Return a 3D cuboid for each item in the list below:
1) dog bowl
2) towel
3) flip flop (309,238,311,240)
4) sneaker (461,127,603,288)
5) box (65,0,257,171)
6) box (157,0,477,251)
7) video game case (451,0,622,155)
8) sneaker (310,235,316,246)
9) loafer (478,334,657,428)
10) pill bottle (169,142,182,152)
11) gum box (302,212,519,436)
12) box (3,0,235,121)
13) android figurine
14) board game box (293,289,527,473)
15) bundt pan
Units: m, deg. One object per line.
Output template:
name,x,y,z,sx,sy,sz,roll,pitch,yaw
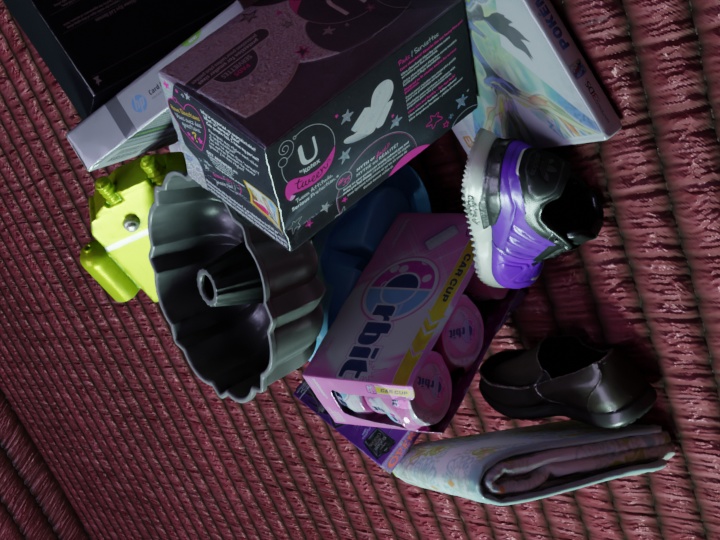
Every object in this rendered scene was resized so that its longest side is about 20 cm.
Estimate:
dog bowl,0.000,0.000,1.502,0.049,0.201,0.111,1,159,38
towel,0.149,0.166,1.495,0.171,0.199,0.048,171,93,-66
flip flop,-0.017,-0.109,1.442,0.057,0.201,0.081,19,-166,-3
sneaker,0.142,-0.034,1.345,0.099,0.070,0.200,11,158,18
box,-0.131,-0.162,1.432,0.200,0.156,0.041,-32,89,26
box,-0.030,-0.137,1.280,0.132,0.200,0.115,36,153,33
video game case,0.091,-0.170,1.290,0.183,0.022,0.200,57,158,-15
sneaker,-0.053,0.019,1.576,0.086,0.080,0.200,3,132,15
loafer,0.172,0.084,1.485,0.200,0.073,0.072,1,122,53
pill bottle,-0.096,-0.128,1.590,0.200,0.116,0.116,4,129,59
gum box,0.047,0.044,1.433,0.113,0.200,0.066,2,139,39
box,-0.184,-0.236,1.467,0.141,0.200,0.079,55,159,9
android figurine,-0.164,-0.036,1.542,0.200,0.182,0.041,55,-163,-49
board game box,0.043,0.066,1.531,0.120,0.200,0.032,36,177,28
bundt pan,-0.098,0.004,1.436,0.202,0.076,0.203,32,132,45
